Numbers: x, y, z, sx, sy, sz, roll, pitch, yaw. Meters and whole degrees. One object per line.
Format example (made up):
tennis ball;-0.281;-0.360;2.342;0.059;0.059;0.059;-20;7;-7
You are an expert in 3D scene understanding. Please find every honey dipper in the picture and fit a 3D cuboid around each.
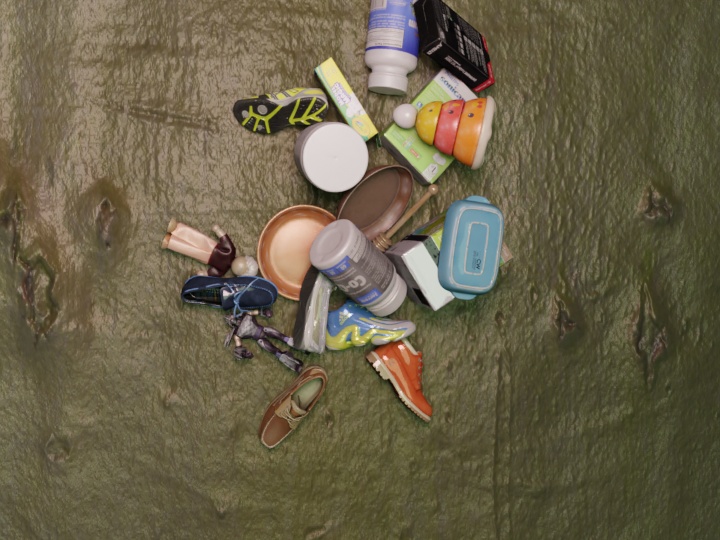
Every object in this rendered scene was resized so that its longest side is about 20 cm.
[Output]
honey dipper;0.092;-0.106;1.525;0.038;0.038;0.200;42;106;-9

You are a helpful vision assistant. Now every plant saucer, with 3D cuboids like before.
plant saucer;-0.119;-0.037;1.526;0.198;0.037;0.203;-1;95;-9
plant saucer;0.023;-0.140;1.488;0.200;0.200;0.034;-42;60;-5

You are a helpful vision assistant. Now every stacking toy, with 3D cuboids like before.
stacking toy;0.160;-0.288;1.438;0.198;0.146;0.148;12;92;4

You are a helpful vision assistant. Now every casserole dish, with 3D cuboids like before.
casserole dish;0.215;-0.042;1.379;0.120;0.039;0.202;8;93;-10

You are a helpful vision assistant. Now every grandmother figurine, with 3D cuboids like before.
grandmother figurine;-0.304;-0.032;1.481;0.198;0.061;0.122;23;122;-7

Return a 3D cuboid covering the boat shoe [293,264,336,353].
boat shoe;-0.086;0.067;1.481;0.064;0.074;0.204;16;77;-27

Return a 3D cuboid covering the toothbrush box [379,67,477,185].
toothbrush box;0.156;-0.303;1.529;0.145;0.086;0.200;42;87;-10

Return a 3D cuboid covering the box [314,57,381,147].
box;-0.024;-0.331;1.481;0.048;0.117;0.201;-35;99;2

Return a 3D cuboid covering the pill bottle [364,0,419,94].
pill bottle;0.067;-0.471;1.490;0.111;0.112;0.202;5;93;-10

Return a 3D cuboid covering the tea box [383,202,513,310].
tea box;0.174;-0.032;1.493;0.196;0.200;0.134;-33;98;-7

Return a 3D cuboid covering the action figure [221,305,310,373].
action figure;-0.199;0.137;1.510;0.199;0.069;0.131;28;94;-7

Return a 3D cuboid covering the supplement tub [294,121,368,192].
supplement tub;-0.062;-0.228;1.434;0.130;0.200;0.134;-2;103;-9

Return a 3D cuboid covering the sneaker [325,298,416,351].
sneaker;0.014;0.106;1.527;0.198;0.076;0.106;-11;89;4

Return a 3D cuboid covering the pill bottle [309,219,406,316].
pill bottle;0.000;0.000;1.446;0.114;0.114;0.200;-49;125;-3

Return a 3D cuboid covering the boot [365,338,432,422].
boot;0.111;0.232;1.567;0.107;0.075;0.201;-38;98;-10

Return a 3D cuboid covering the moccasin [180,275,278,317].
moccasin;-0.267;0.057;1.463;0.198;0.068;0.081;-1;117;13

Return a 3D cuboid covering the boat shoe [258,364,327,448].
boat shoe;-0.142;0.286;1.525;0.075;0.074;0.201;37;87;-10

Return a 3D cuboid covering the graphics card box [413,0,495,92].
graphics card box;0.192;-0.460;1.469;0.199;0.051;0.127;20;55;-46

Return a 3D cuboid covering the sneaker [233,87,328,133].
sneaker;-0.162;-0.334;1.488;0.198;0.077;0.076;-1;129;6
